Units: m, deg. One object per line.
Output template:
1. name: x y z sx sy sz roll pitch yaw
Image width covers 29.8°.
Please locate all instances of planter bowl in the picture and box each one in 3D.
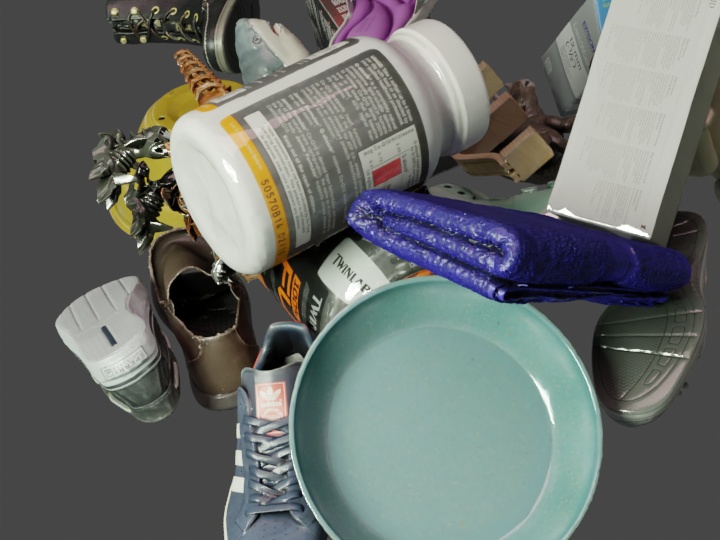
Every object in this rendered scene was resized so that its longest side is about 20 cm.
1. planter bowl: -0.131 -0.110 1.186 0.199 0.084 0.201 -4 37 3

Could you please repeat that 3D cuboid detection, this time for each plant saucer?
1. plant saucer: 0.052 0.103 0.855 0.198 0.036 0.201 2 70 -5

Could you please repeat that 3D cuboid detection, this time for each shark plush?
1. shark plush: -0.075 -0.107 1.129 0.083 0.201 0.091 8 1 -18

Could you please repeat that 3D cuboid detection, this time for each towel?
1. towel: 0.104 -0.011 0.884 0.199 0.050 0.147 6 9 -46

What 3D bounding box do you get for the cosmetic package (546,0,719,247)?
1. cosmetic package: 0.206 -0.124 0.964 0.082 0.201 0.051 18 1 30

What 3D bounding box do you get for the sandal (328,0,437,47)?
1. sandal: 0.021 -0.226 1.087 0.082 0.050 0.203 -4 40 14

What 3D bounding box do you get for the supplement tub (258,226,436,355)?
1. supplement tub: 0.000 0.000 0.988 0.122 0.123 0.200 -23 39 -20

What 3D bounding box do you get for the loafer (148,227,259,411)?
1. loafer: -0.116 0.019 1.025 0.073 0.071 0.200 -18 39 -14

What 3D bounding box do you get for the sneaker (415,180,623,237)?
1. sneaker: 0.124 -0.052 1.070 0.199 0.074 0.118 -24 46 -18

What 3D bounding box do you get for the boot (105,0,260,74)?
1. boot: -0.186 -0.249 1.386 0.153 0.074 0.204 -6 31 6

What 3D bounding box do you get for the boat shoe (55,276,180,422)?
1. boat shoe: -0.175 0.061 0.986 0.072 0.071 0.200 -27 20 -5

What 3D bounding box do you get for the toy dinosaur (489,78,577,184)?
1. toy dinosaur: 0.143 -0.100 1.126 0.102 0.077 0.200 -2 24 14

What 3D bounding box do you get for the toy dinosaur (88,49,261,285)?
1. toy dinosaur: -0.117 -0.074 0.999 0.135 0.103 0.201 -17 39 7

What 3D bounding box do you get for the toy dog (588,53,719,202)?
1. toy dog: 0.280 -0.143 1.055 0.200 0.140 0.194 37 20 -8

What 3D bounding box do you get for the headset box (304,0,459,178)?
1. headset box: 0.018 -0.178 1.189 0.077 0.149 0.200 -22 38 -7

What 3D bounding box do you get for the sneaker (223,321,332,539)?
1. sneaker: -0.055 0.112 0.882 0.074 0.085 0.201 -5 38 3

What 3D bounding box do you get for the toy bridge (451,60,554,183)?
1. toy bridge: 0.100 -0.112 1.080 0.067 0.027 0.200 -42 22 11

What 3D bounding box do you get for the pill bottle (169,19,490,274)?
1. pill bottle: -0.018 -0.088 0.909 0.199 0.117 0.116 -28 42 -22

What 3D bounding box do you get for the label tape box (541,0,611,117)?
1. label tape box: 0.255 -0.204 1.161 0.142 0.067 0.200 -15 -7 -11

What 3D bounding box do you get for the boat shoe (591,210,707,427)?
1. boat shoe: 0.211 0.039 0.955 0.074 0.065 0.202 -2 39 22
